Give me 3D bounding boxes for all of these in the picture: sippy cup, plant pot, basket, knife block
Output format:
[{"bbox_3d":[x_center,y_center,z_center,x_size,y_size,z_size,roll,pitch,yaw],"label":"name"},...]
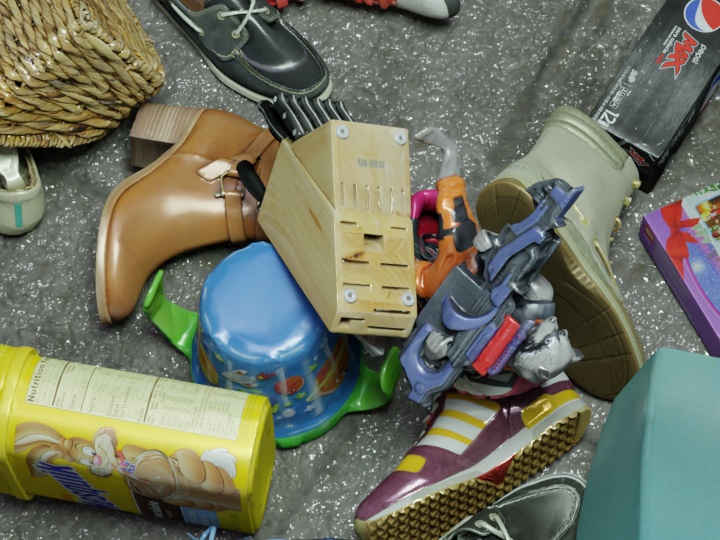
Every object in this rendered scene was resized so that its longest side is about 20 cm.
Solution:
[{"bbox_3d":[-0.066,0.047,1.365,0.177,0.130,0.140,-15,65,-4],"label":"sippy cup"},{"bbox_3d":[0.234,0.167,1.279,0.141,0.141,0.200,12,57,-11],"label":"plant pot"},{"bbox_3d":[-0.266,-0.185,1.479,0.149,0.143,0.200,-39,56,9],"label":"basket"},{"bbox_3d":[-0.032,-0.037,1.328,0.064,0.175,0.201,5,74,-28],"label":"knife block"}]

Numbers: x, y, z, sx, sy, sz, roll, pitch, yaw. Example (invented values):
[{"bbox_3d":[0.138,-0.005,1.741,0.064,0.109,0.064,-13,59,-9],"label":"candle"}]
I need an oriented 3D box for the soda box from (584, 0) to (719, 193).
[{"bbox_3d":[0.258,-0.165,1.490,0.071,0.063,0.200,30,70,13],"label":"soda box"}]

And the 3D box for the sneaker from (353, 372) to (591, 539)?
[{"bbox_3d":[0.069,0.129,1.361,0.200,0.075,0.090,-27,58,-17],"label":"sneaker"}]

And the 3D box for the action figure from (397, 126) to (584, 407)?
[{"bbox_3d":[0.094,-0.009,1.275,0.200,0.104,0.194,-47,62,30],"label":"action figure"}]

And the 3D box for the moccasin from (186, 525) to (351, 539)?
[{"bbox_3d":[-0.082,0.216,1.320,0.199,0.068,0.081,-11,66,-1],"label":"moccasin"}]

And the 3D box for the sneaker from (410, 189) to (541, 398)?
[{"bbox_3d":[0.076,0.020,1.366,0.080,0.075,0.200,-17,43,-20],"label":"sneaker"}]

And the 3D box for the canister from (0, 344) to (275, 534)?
[{"bbox_3d":[-0.166,0.125,1.324,0.199,0.149,0.087,10,66,4],"label":"canister"}]

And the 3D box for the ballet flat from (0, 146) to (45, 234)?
[{"bbox_3d":[-0.303,-0.123,1.487,0.069,0.070,0.200,-23,66,-9],"label":"ballet flat"}]

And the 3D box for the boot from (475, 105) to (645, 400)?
[{"bbox_3d":[0.178,-0.016,1.410,0.200,0.072,0.155,58,38,-14],"label":"boot"}]

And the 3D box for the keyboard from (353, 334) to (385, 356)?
[{"bbox_3d":[0.000,0.000,1.364,0.011,0.200,0.056,-38,107,19],"label":"keyboard"}]

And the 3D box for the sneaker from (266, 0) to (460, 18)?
[{"bbox_3d":[-0.020,-0.245,1.536,0.201,0.067,0.108,40,73,21],"label":"sneaker"}]

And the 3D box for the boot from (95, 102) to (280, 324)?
[{"bbox_3d":[-0.120,-0.039,1.441,0.154,0.074,0.200,13,69,3],"label":"boot"}]

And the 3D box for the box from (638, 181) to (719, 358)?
[{"bbox_3d":[0.323,0.017,1.416,0.137,0.039,0.200,-24,67,-10],"label":"box"}]

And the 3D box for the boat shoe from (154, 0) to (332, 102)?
[{"bbox_3d":[-0.105,-0.206,1.520,0.200,0.068,0.072,42,72,17],"label":"boat shoe"}]

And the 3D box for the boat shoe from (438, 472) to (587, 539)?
[{"bbox_3d":[0.092,0.211,1.320,0.200,0.064,0.071,-36,69,-15],"label":"boat shoe"}]
